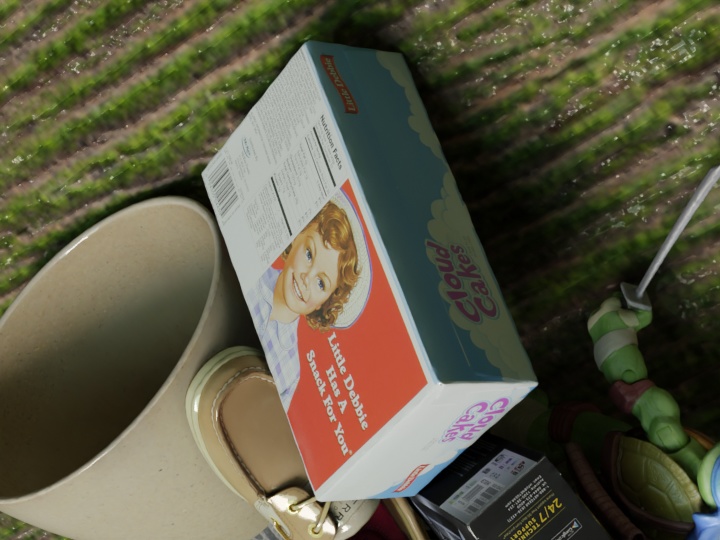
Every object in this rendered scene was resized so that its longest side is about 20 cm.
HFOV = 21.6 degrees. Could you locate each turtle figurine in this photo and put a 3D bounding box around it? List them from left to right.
[{"bbox_3d":[0.171,0.077,0.987,0.143,0.201,0.194,18,162,-25],"label":"turtle figurine"}]

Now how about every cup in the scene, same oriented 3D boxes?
[{"bbox_3d":[-0.110,0.080,1.066,0.199,0.201,0.143,-19,132,35],"label":"cup"}]

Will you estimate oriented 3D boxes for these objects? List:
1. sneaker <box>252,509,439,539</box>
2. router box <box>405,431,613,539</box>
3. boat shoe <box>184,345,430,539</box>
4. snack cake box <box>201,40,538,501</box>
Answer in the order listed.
[{"bbox_3d":[0.001,0.146,1.123,0.199,0.074,0.088,-3,127,29],"label":"sneaker"},{"bbox_3d":[0.098,0.158,0.953,0.158,0.052,0.200,51,173,-7],"label":"router box"},{"bbox_3d":[-0.014,0.117,0.986,0.200,0.074,0.066,49,167,-33],"label":"boat shoe"},{"bbox_3d":[0.000,0.000,0.943,0.115,0.067,0.201,-45,55,40],"label":"snack cake box"}]
